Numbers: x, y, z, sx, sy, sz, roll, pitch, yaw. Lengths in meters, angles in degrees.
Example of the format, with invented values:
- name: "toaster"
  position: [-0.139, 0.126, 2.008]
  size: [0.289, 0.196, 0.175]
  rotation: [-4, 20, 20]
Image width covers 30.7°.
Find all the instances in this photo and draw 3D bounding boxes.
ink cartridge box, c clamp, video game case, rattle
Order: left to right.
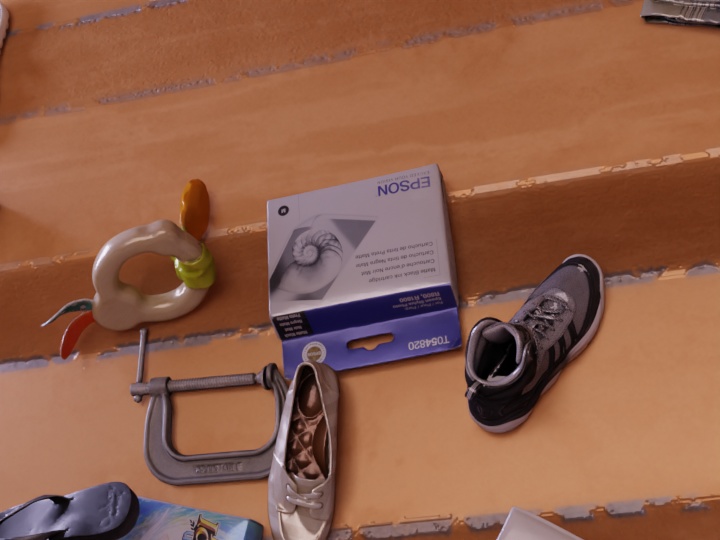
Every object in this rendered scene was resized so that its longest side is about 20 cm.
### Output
- name: "rattle"
  position: [-0.257, -0.007, 1.431]
  size: [0.199, 0.130, 0.144]
  rotation: [-34, 56, 23]
- name: "video game case"
  position: [-0.207, 0.331, 1.301]
  size: [0.180, 0.045, 0.201]
  rotation: [7, 71, 19]
- name: "c clamp"
  position: [-0.157, 0.140, 1.372]
  size: [0.198, 0.027, 0.172]
  rotation: [-1, 69, 18]
- name: "ink cartridge box"
  position: [0.000, 0.000, 1.364]
  size: [0.198, 0.041, 0.201]
  rotation: [-12, 62, 12]

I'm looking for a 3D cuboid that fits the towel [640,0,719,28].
- name: "towel"
  position: [0.407, -0.343, 1.385]
  size: [0.191, 0.035, 0.201]
  rotation: [9, 73, 20]

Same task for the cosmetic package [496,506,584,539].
- name: "cosmetic package"
  position: [0.170, 0.340, 1.111]
  size: [0.166, 0.167, 0.201]
  rotation: [23, 76, 25]

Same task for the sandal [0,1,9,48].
- name: "sandal"
  position: [-0.489, -0.253, 1.620]
  size: [0.082, 0.050, 0.204]
  rotation: [-3, 68, 16]

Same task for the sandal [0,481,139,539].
- name: "sandal"
  position: [-0.315, 0.250, 1.296]
  size: [0.199, 0.043, 0.076]
  rotation: [-22, 47, 10]

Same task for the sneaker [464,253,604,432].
- name: "sneaker"
  position: [0.166, 0.059, 1.255]
  size: [0.075, 0.114, 0.201]
  rotation: [32, 81, 25]

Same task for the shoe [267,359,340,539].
- name: "shoe"
  position: [-0.057, 0.186, 1.295]
  size: [0.069, 0.053, 0.202]
  rotation: [3, 76, 6]
